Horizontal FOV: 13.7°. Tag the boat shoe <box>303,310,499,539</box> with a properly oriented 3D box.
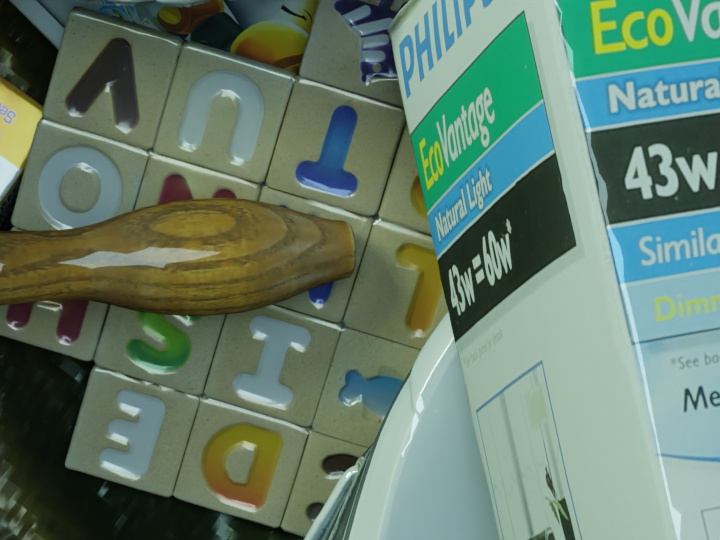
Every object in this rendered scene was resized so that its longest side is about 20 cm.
[{"bbox_3d":[0.019,0.075,0.840,0.072,0.068,0.201,19,96,-26],"label":"boat shoe"}]

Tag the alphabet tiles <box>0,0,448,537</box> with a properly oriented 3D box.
[{"bbox_3d":[0.000,0.000,0.856,0.199,0.008,0.168,17,108,-3],"label":"alphabet tiles"}]

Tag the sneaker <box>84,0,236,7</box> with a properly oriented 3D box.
[{"bbox_3d":[-0.072,-0.117,0.806,0.199,0.075,0.082,2,104,7],"label":"sneaker"}]

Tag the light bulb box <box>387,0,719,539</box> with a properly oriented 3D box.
[{"bbox_3d":[0.131,0.001,0.757,0.197,0.125,0.201,-9,79,-18],"label":"light bulb box"}]

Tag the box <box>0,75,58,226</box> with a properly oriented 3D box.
[{"bbox_3d":[-0.190,0.005,0.860,0.119,0.041,0.200,35,80,0],"label":"box"}]

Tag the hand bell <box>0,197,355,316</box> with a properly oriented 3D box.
[{"bbox_3d":[-0.099,-0.001,0.818,0.199,0.104,0.105,-2,83,-17],"label":"hand bell"}]

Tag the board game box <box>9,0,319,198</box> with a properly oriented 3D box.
[{"bbox_3d":[-0.065,-0.133,0.860,0.200,0.035,0.126,45,102,-4],"label":"board game box"}]
